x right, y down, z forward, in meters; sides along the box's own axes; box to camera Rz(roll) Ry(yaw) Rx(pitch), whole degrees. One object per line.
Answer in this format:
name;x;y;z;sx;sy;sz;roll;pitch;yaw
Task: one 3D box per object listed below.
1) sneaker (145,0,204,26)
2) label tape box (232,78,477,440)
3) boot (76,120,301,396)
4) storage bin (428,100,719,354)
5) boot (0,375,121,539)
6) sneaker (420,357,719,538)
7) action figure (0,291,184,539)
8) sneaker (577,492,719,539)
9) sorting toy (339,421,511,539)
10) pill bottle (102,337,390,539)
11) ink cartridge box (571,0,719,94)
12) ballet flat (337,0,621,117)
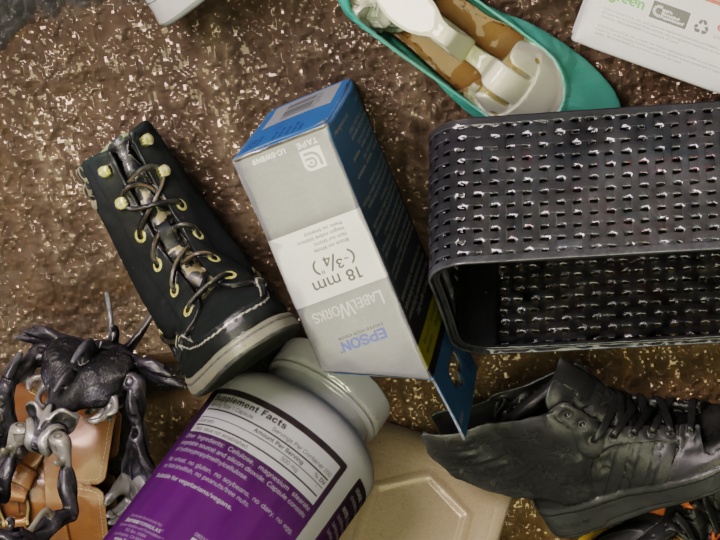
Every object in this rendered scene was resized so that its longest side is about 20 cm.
sneaker;-0.081;-0.255;1.327;0.202;0.077;0.146;-34;101;17
label tape box;0.000;0.000;1.351;0.063;0.144;0.201;-21;101;11
boot;-0.108;-0.010;1.343;0.073;0.204;0.154;-32;95;-6
storage bin;0.143;-0.022;1.316;0.199;0.135;0.094;-3;66;10
boot;-0.234;0.166;1.474;0.154;0.074;0.201;8;109;2
sneaker;0.145;0.095;1.362;0.199;0.060;0.104;-25;110;25
action figure;-0.183;0.107;1.388;0.119;0.200;0.102;19;138;15
sneaker;0.203;0.157;1.394;0.200;0.090;0.070;-42;96;17
sorting toy;-0.016;0.181;1.403;0.185;0.037;0.200;17;64;6
pill bottle;-0.068;0.139;1.339;0.112;0.112;0.200;38;66;-3
ink cartridge box;0.243;-0.183;1.296;0.199;0.084;0.176;20;106;2
ballet flat;0.064;-0.127;1.345;0.200;0.070;0.067;34;107;-2
